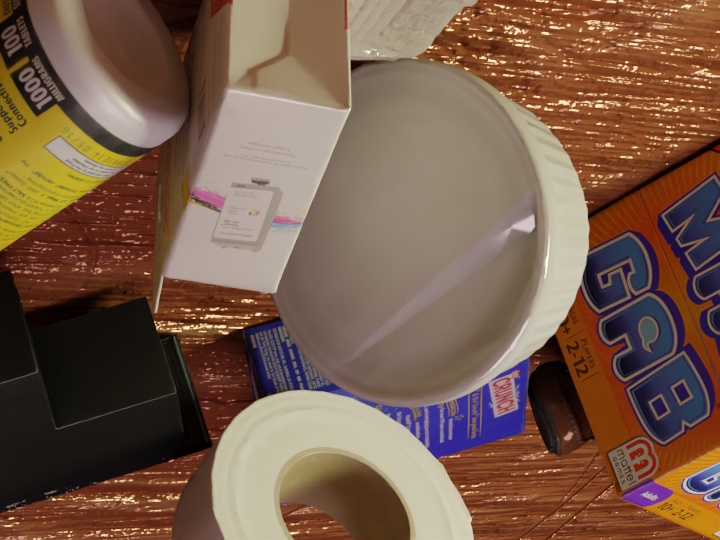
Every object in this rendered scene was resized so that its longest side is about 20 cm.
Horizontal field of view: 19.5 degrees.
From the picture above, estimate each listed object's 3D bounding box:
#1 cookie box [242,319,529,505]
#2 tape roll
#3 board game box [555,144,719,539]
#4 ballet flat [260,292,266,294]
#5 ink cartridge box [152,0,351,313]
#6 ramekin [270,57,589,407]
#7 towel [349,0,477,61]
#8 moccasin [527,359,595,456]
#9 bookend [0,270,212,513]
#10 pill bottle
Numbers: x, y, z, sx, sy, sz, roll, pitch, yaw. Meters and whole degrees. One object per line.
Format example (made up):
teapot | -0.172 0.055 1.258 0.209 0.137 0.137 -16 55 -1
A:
cookie box | 0.022 0.085 1.560 0.198 0.076 0.172 -15 151 -6
tape roll | -0.023 0.183 1.418 0.201 0.204 0.071 0 143 -33
board game box | 0.275 0.052 1.526 0.199 0.202 0.199 -30 151 21
ballet flat | 0.000 0.000 1.403 0.199 0.063 0.067 4 146 -39
ink cartridge box | -0.061 -0.071 1.105 0.067 0.117 0.201 9 144 -13
ramekin | 0.046 -0.021 1.255 0.202 0.204 0.094 -34 162 27
towel | 0.017 -0.177 1.114 0.131 0.035 0.200 -3 149 -31
moccasin | 0.181 0.099 1.630 0.077 0.074 0.201 -19 174 19
bookend | -0.209 0.064 1.354 0.197 0.093 0.201 -17 152 -8
pill bottle | -0.195 -0.072 1.084 0.199 0.113 0.112 -31 151 22
